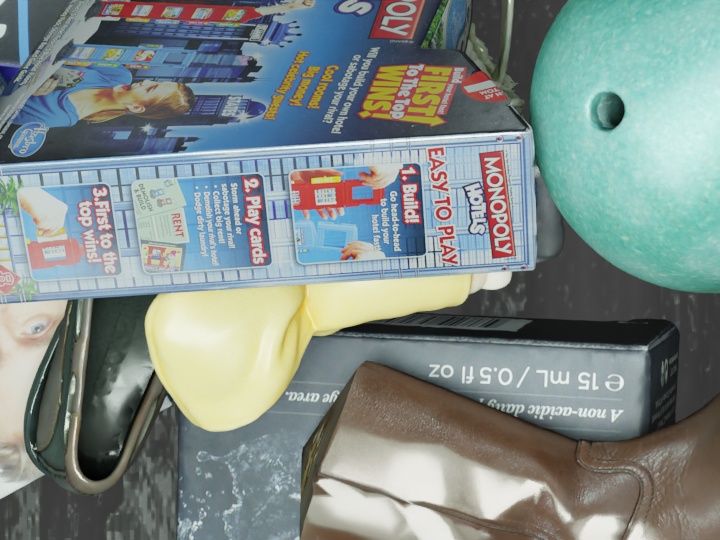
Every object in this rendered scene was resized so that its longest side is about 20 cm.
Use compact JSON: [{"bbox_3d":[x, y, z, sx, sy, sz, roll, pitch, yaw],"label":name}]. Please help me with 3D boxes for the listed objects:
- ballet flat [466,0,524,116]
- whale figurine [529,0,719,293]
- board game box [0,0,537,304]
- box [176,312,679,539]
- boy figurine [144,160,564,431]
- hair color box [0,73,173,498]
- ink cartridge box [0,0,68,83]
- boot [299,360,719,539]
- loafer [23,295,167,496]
[{"bbox_3d":[0.029,-0.141,0.993,0.072,0.072,0.200,-6,122,13],"label":"ballet flat"},{"bbox_3d":[0.140,-0.075,0.819,0.200,0.104,0.159,-39,66,38],"label":"whale figurine"},{"bbox_3d":[-0.023,-0.058,0.891,0.200,0.200,0.062,5,124,13],"label":"board game box"},{"bbox_3d":[0.030,0.119,1.004,0.196,0.117,0.200,2,94,12],"label":"box"},{"bbox_3d":[0.000,0.000,0.923,0.124,0.200,0.064,7,116,40],"label":"boy figurine"},{"bbox_3d":[-0.172,-0.009,1.040,0.100,0.061,0.200,-29,107,13],"label":"hair color box"},{"bbox_3d":[-0.115,-0.132,1.033,0.198,0.043,0.200,8,114,13],"label":"ink cartridge box"},{"bbox_3d":[0.076,0.057,0.905,0.200,0.064,0.187,15,93,14],"label":"boot"},{"bbox_3d":[-0.088,-0.001,0.987,0.072,0.063,0.200,14,93,-17],"label":"loafer"}]
